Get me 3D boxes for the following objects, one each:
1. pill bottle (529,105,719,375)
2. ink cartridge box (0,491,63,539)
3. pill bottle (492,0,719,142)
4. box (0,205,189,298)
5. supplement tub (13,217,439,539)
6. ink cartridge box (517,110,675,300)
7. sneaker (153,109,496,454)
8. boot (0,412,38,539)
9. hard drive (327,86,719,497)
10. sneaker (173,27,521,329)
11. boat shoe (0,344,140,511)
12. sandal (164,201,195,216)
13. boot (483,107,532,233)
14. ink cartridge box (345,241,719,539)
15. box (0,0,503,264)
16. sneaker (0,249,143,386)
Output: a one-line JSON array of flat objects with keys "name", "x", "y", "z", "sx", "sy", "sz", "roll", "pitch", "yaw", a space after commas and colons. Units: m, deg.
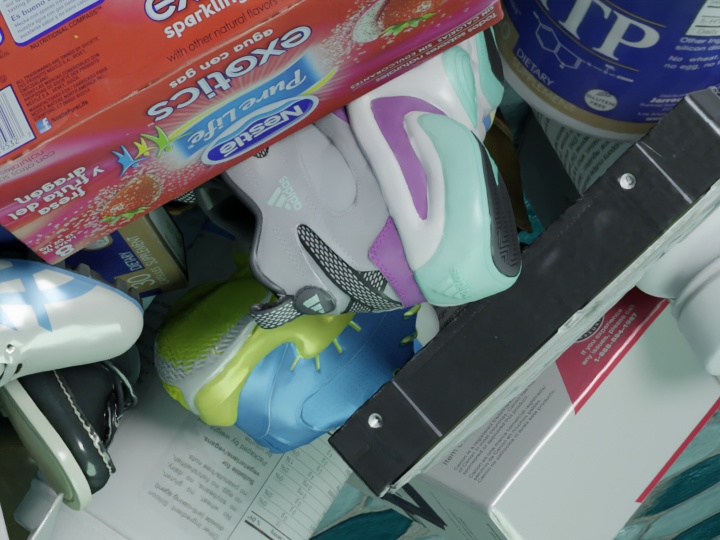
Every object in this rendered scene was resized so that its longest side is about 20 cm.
[{"name": "pill bottle", "x": 0.157, "y": -0.059, "z": 0.945, "sx": 0.113, "sy": 0.200, "sz": 0.113, "roll": -24, "pitch": 159, "yaw": -9}, {"name": "ink cartridge box", "x": -0.218, "y": 0.156, "z": 0.833, "sx": 0.200, "sy": 0.125, "sz": 0.129, "roll": -13, "pitch": 163, "yaw": -17}, {"name": "pill bottle", "x": 0.130, "y": -0.151, "z": 0.805, "sx": 0.120, "sy": 0.120, "sz": 0.200, "roll": -19, "pitch": 158, "yaw": -22}, {"name": "box", "x": -0.181, "y": -0.003, "z": 0.820, "sx": 0.200, "sy": 0.032, "sz": 0.121, "roll": -11, "pitch": 160, "yaw": 4}, {"name": "supplement tub", "x": -0.064, "y": 0.072, "z": 0.976, "sx": 0.200, "sy": 0.132, "sz": 0.132, "roll": -56, "pitch": 162, "yaw": -9}, {"name": "ink cartridge box", "x": 0.206, "y": -0.051, "z": 1.106, "sx": 0.200, "sy": 0.145, "sz": 0.084, "roll": -22, "pitch": 159, "yaw": -15}, {"name": "sneaker", "x": 0.000, "y": 0.000, "z": 0.893, "sx": 0.200, "sy": 0.076, "sz": 0.105, "roll": -44, "pitch": 127, "yaw": -6}, {"name": "boot", "x": -0.196, "y": 0.127, "z": 1.155, "sx": 0.097, "sy": 0.075, "sz": 0.200, "roll": -12, "pitch": 150, "yaw": -7}, {"name": "hard drive", "x": 0.085, "y": 0.006, "z": 0.813, "sx": 0.200, "sy": 0.038, "sz": 0.140, "roll": -45, "pitch": 173, "yaw": 17}, {"name": "sneaker", "x": -0.015, "y": -0.058, "z": 0.785, "sx": 0.140, "sy": 0.200, "sz": 0.078, "roll": -14, "pitch": 131, "yaw": 13}, {"name": "boat shoe", "x": -0.134, "y": 0.047, "z": 0.901, "sx": 0.066, "sy": 0.075, "sz": 0.199, "roll": -27, "pitch": -162, "yaw": -12}, {"name": "sandal", "x": -0.079, "y": -0.057, "z": 0.859, "sx": 0.200, "sy": 0.055, "sz": 0.082, "roll": -38, "pitch": 157, "yaw": 25}, {"name": "boot", "x": 0.034, "y": -0.058, "z": 0.973, "sx": 0.074, "sy": 0.076, "sz": 0.200, "roll": -30, "pitch": 157, "yaw": 21}, {"name": "ink cartridge box", "x": 0.067, "y": 0.064, "z": 1.044, "sx": 0.145, "sy": 0.200, "sz": 0.084, "roll": -48, "pitch": 126, "yaw": -15}, {"name": "box", "x": -0.061, "y": -0.100, "z": 0.714, "sx": 0.200, "sy": 0.100, "sz": 0.095, "roll": -29, "pitch": 160, "yaw": 2}, {"name": "sneaker", "x": -0.180, "y": 0.034, "z": 0.767, "sx": 0.200, "sy": 0.073, "sz": 0.072, "roll": -3, "pitch": 157, "yaw": -23}]
